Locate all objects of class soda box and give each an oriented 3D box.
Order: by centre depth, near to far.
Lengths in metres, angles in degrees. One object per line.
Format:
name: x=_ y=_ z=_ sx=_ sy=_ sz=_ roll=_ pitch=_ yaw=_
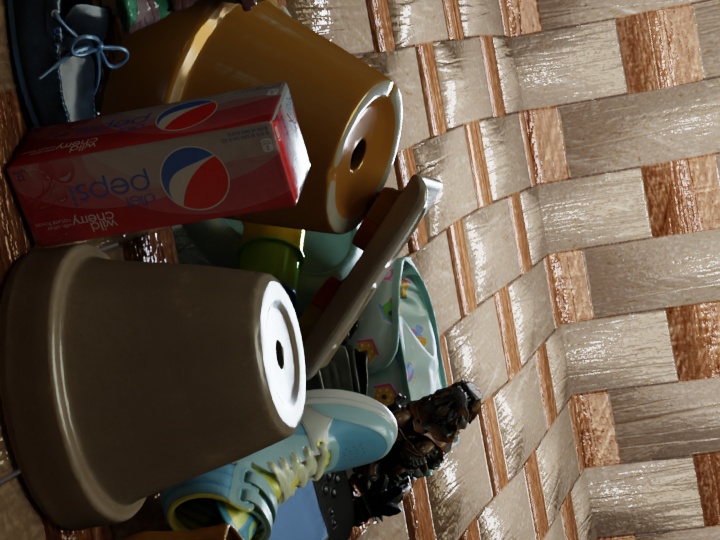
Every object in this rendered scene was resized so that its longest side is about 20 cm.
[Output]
soda box: x=-0.140 y=-0.073 z=1.511 sx=0.064 sy=0.198 sz=0.071 roll=-74 pitch=151 yaw=-58

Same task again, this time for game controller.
game controller: x=-0.069 y=0.208 z=1.685 sx=0.200 sy=0.042 sz=0.105 roll=-39 pitch=113 yaw=-46

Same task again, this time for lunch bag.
lunch bag: x=-0.015 y=0.087 z=1.961 sx=0.122 sy=0.169 sz=0.202 roll=-45 pitch=126 yaw=-61

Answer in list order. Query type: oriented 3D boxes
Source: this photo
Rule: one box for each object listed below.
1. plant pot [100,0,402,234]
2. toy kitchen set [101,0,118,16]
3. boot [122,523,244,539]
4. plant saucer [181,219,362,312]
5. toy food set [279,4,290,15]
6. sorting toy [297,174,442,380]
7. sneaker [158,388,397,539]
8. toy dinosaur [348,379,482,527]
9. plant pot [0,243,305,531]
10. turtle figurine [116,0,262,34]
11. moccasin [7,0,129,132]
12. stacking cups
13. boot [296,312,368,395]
plant pot: x=-0.074 y=-0.116 z=1.686 sx=0.200 sy=0.182 sz=0.201 roll=-51 pitch=153 yaw=-39
toy kitchen set: x=-0.160 y=-0.295 z=1.649 sx=0.200 sy=0.162 sz=0.182 roll=-33 pitch=113 yaw=-74
boot: x=-0.118 y=0.261 z=1.508 sx=0.071 sy=0.143 sz=0.202 roll=-80 pitch=157 yaw=-50
plant saucer: x=-0.074 y=-0.053 z=1.864 sx=0.199 sy=0.027 sz=0.201 roll=26 pitch=39 yaw=-23
toy food set: x=-0.063 y=-0.149 z=2.087 sx=0.201 sy=0.060 sz=0.144 roll=-82 pitch=148 yaw=-56
sorting toy: x=0.000 y=0.000 z=1.743 sx=0.186 sy=0.036 sz=0.200 roll=-57 pitch=178 yaw=5
sneaker: x=-0.061 y=0.158 z=1.609 sx=0.131 sy=0.198 sz=0.080 roll=-107 pitch=-164 yaw=-50
toy dinosaur: x=0.021 y=0.171 z=1.846 sx=0.201 sy=0.102 sz=0.135 roll=-63 pitch=158 yaw=13
plant pot: x=-0.134 y=0.073 z=1.503 sx=0.200 sy=0.173 sz=0.202 roll=-8 pitch=90 yaw=-77
turtle figurine: x=-0.091 y=-0.240 z=1.605 sx=0.150 sy=0.198 sz=0.101 roll=-119 pitch=-163 yaw=-48
moccasin: x=-0.213 y=-0.182 z=1.559 sx=0.080 sy=0.067 sz=0.202 roll=-33 pitch=114 yaw=-74
stacking cups: x=-0.074 y=0.037 z=1.724 sx=0.061 sy=0.060 sz=0.202 roll=63 pitch=24 yaw=-50
boot: x=-0.055 y=0.121 z=1.864 sx=0.068 sy=0.129 sz=0.202 roll=27 pitch=55 yaw=-74
